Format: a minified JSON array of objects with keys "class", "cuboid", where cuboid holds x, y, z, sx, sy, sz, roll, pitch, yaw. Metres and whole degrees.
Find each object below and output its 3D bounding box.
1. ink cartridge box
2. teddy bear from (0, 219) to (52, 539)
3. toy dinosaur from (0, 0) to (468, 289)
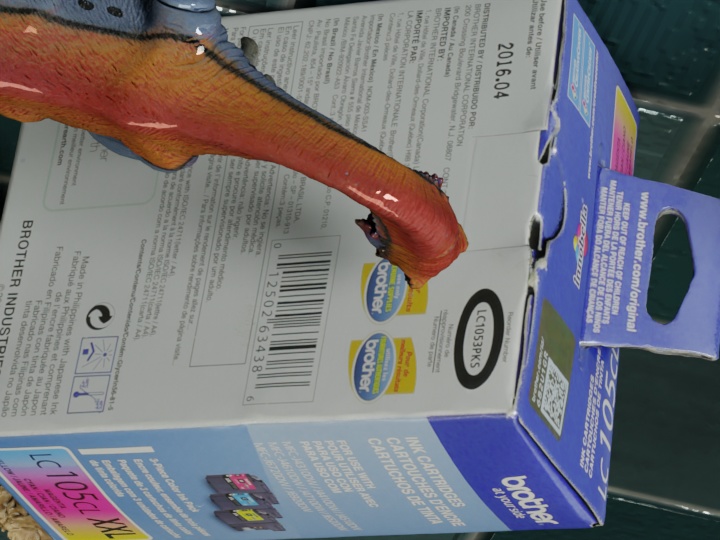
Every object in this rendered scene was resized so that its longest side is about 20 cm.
[{"class":"ink cartridge box","cuboid":[0.000,0.000,0.839,0.199,0.137,0.076,-5,150,24]},{"class":"teddy bear","cuboid":[-0.126,0.023,1.006,0.200,0.067,0.145,37,132,-29]},{"class":"toy dinosaur","cuboid":[-0.065,-0.044,0.764,0.181,0.199,0.105,45,155,32]}]
